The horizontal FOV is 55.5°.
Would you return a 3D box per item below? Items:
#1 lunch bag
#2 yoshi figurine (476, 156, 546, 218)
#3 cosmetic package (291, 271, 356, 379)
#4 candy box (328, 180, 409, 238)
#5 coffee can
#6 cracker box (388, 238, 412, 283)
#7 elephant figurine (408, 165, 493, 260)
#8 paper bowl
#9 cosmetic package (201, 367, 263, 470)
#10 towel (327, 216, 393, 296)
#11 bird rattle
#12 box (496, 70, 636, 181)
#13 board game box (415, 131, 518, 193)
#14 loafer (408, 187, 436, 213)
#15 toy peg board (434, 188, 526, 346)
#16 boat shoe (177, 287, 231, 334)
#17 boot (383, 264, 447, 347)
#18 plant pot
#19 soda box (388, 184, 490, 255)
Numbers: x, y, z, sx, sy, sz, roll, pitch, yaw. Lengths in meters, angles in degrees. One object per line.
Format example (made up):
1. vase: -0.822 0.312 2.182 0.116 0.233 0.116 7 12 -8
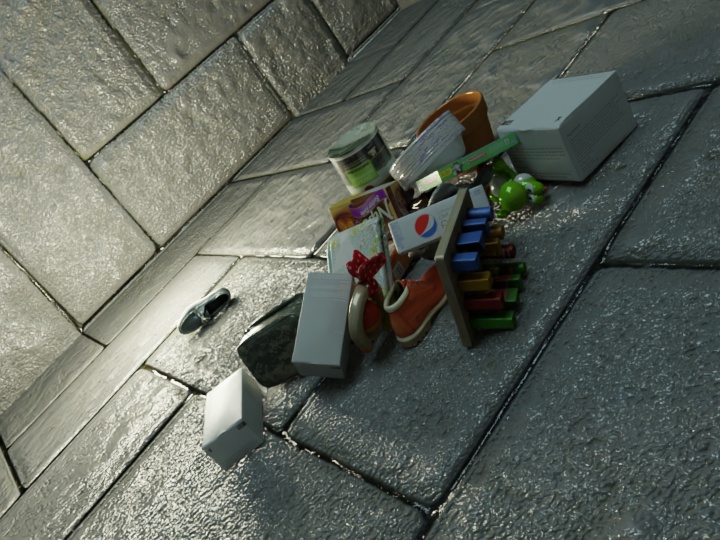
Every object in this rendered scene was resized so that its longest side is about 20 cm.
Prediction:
1. lunch bag: -0.168 0.147 1.559 0.197 0.141 0.169 -31 15 20
2. yoshi figurine: 0.307 -0.175 1.466 0.113 0.112 0.199 -53 28 -4
3. cosmetic package: -0.070 0.112 1.407 0.103 0.091 0.206 5 66 12
4. candy box: 0.025 -0.129 1.638 0.197 0.119 0.056 -12 17 45
5. coffee can: 0.027 -0.242 1.704 0.144 0.202 0.148 -27 27 15
6. cracker box: 0.031 -0.012 1.631 0.197 0.058 0.135 -13 34 44
7. elephant figurine: 0.190 -0.123 1.414 0.202 0.139 0.157 -55 29 28
8. paper bowl: 0.168 -0.264 1.594 0.201 0.105 0.201 -45 -2 -2
9. cosmetic package: -0.274 0.317 1.480 0.112 0.082 0.201 -35 25 8
10. towel: 0.000 0.000 1.539 0.168 0.047 0.207 -18 74 40
11. bird rattle: 0.022 0.067 1.346 0.109 0.202 0.166 9 57 16
12. box: 0.433 -0.302 1.446 0.199 0.132 0.198 -42 24 -16
13. board game box: 0.225 -0.228 1.462 0.196 0.030 0.134 -28 3 -16
14. loafer: 0.176 -0.178 1.688 0.197 0.072 0.074 -11 35 47
15. toy peg board: 0.222 -0.009 1.204 0.095 0.203 0.202 -4 38 26
16. boat shoe: -0.482 0.127 2.115 0.198 0.074 0.062 -39 20 -11
17. boot: 0.115 0.041 1.359 0.074 0.108 0.202 -9 36 45
18. plant pot: 0.261 -0.345 1.769 0.197 0.141 0.202 -32 24 16
19. soda box: 0.155 -0.096 1.326 0.195 0.065 0.068 -21 -5 7
